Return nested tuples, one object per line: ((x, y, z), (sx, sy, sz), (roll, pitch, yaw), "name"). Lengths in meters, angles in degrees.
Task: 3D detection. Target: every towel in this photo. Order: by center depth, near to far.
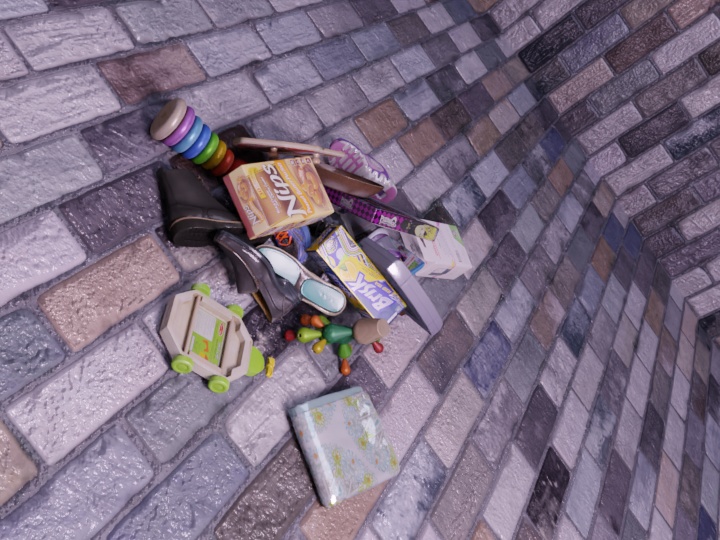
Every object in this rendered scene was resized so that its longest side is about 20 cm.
((-0.024, 0.292, 1.376), (0.199, 0.048, 0.173), (-5, 66, -53), "towel")

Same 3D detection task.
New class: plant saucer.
((-0.048, -0.190, 1.679), (0.198, 0.037, 0.200), (20, 9, -3), "plant saucer")

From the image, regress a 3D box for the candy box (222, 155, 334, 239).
((-0.140, -0.132, 1.427), (0.199, 0.055, 0.116), (-20, 84, -57), "candy box")

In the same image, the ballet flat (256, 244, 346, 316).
((-0.116, 0.019, 1.472), (0.199, 0.069, 0.070), (36, 38, -15), "ballet flat")

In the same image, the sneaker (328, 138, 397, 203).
((0.000, -0.234, 1.829), (0.200, 0.080, 0.089), (38, 30, -34), "sneaker")

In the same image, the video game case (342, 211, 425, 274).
((0.030, -0.053, 1.684), (0.199, 0.018, 0.143), (37, 25, 11), "video game case")

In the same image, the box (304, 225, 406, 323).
((-0.007, 0.014, 1.493), (0.070, 0.064, 0.200), (-44, 108, -15), "box")

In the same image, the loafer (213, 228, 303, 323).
((-0.181, 0.011, 1.363), (0.072, 0.073, 0.200), (-50, 120, -12), "loafer")

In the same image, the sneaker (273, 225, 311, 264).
((-0.158, -0.097, 1.496), (0.078, 0.075, 0.202), (-23, 87, -55), "sneaker")

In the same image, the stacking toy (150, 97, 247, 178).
((-0.275, -0.216, 1.454), (0.200, 0.085, 0.086), (39, 37, -33), "stacking toy")

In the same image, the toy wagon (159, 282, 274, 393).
((-0.222, 0.117, 1.276), (0.199, 0.039, 0.156), (37, 38, -30), "toy wagon")

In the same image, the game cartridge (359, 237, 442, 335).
((0.079, 0.033, 1.509), (0.133, 0.042, 0.201), (33, -17, 50), "game cartridge")

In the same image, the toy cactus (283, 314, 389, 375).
((-0.020, 0.120, 1.432), (0.199, 0.164, 0.103), (20, 66, -39), "toy cactus")

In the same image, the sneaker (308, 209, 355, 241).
((-0.099, -0.101, 1.581), (0.200, 0.076, 0.114), (52, 36, 4), "sneaker")

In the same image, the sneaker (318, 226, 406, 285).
((0.000, 0.000, 1.557), (0.200, 0.075, 0.088), (-39, 80, -23), "sneaker")

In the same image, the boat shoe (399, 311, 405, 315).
((0.026, 0.023, 1.646), (0.199, 0.068, 0.072), (33, 27, -3), "boat shoe")

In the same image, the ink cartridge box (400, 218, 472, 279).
((0.166, -0.049, 1.887), (0.199, 0.067, 0.118), (7, 58, -51), "ink cartridge box")

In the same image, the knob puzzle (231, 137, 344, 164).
((-0.156, -0.224, 1.535), (0.219, 0.218, 0.031), (1, 96, -51), "knob puzzle")

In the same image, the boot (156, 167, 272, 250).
((-0.250, -0.111, 1.403), (0.199, 0.077, 0.139), (9, 51, -50), "boot")

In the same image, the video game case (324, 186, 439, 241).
((0.037, -0.121, 1.688), (0.180, 0.036, 0.199), (14, 11, -40), "video game case")
